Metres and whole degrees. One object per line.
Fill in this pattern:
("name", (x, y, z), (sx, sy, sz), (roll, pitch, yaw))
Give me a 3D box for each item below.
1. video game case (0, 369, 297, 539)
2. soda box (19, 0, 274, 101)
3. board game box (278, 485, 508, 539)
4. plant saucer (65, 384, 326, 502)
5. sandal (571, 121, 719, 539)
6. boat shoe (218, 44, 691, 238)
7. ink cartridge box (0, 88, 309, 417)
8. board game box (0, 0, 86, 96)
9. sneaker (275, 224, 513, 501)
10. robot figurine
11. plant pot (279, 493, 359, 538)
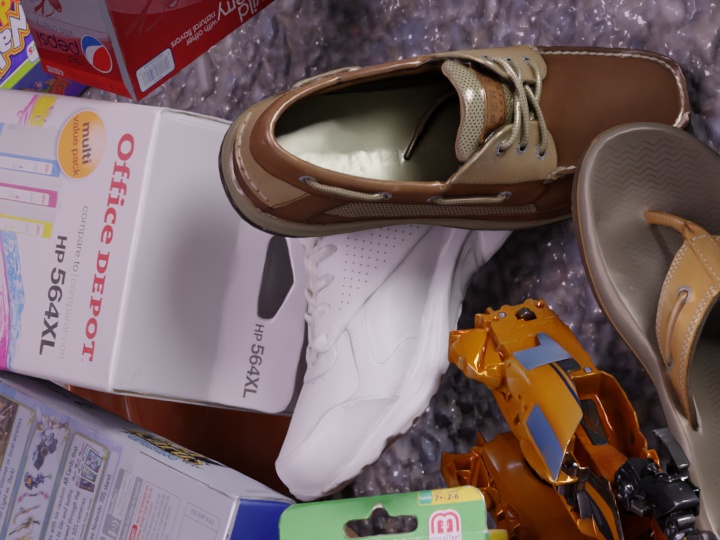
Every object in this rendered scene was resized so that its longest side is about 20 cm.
("video game case", (-0.126, 0.166, 1.135), (0.181, 0.045, 0.201), (21, 98, 40))
("soda box", (-0.062, -0.158, 1.152), (0.070, 0.200, 0.064), (19, 137, 41))
("board game box", (0.019, 0.190, 1.021), (0.095, 0.030, 0.202), (-8, 84, 25))
("plant saucer", (-0.065, 0.037, 1.232), (0.199, 0.032, 0.202), (-7, 80, 40))
("sandal", (0.144, 0.030, 1.008), (0.054, 0.080, 0.201), (119, 138, -70))
("boat shoe", (0.044, -0.055, 1.043), (0.074, 0.199, 0.076), (133, 124, -72))
("ink cartridge box", (-0.109, -0.011, 1.173), (0.199, 0.125, 0.130), (9, 89, 42))
("board game box", (-0.143, -0.184, 1.324), (0.200, 0.045, 0.135), (-39, 60, 31))
("sneaker", (0.000, 0.000, 1.101), (0.201, 0.099, 0.078), (-64, 11, -14))
("robot figurine", (0.092, 0.112, 1.017), (0.200, 0.058, 0.146), (-119, 23, -46))
("plant pot", (-0.032, 0.201, 1.137), (0.200, 0.092, 0.202), (-8, 77, 40))
